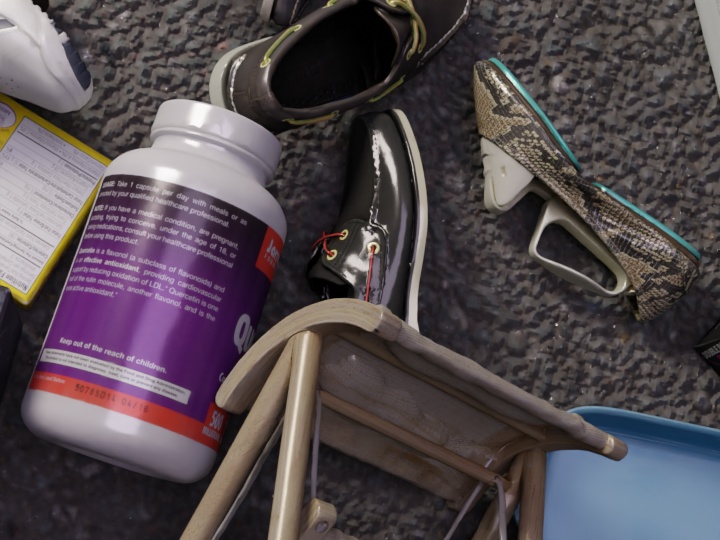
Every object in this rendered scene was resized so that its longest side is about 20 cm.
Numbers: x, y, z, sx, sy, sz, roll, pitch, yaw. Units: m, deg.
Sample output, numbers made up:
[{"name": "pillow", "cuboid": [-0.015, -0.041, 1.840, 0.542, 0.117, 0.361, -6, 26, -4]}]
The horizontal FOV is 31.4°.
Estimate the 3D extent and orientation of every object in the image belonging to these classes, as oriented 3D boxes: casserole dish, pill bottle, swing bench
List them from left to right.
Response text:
[{"name": "pill bottle", "cuboid": [-0.109, 0.011, 0.727, 0.111, 0.112, 0.202, 19, 77, -7]}, {"name": "swing bench", "cuboid": [0.015, 0.141, 0.684, 0.198, 0.129, 0.202, 30, 72, -34]}, {"name": "casserole dish", "cuboid": [0.185, 0.156, 0.799, 0.198, 0.039, 0.123, 12, 77, -10]}]

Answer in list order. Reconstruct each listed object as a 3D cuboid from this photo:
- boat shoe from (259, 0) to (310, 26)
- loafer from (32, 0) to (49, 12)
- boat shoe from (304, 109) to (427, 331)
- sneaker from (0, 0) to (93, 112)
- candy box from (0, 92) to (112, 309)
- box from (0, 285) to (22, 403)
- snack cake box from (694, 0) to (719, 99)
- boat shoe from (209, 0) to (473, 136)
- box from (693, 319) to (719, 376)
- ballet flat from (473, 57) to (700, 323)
[{"name": "boat shoe", "cuboid": [0.005, -0.229, 0.818, 0.062, 0.073, 0.201, 31, 70, -1]}, {"name": "loafer", "cuboid": [-0.264, -0.223, 0.759, 0.199, 0.073, 0.072, 32, 75, -5]}, {"name": "boat shoe", "cuboid": [0.001, 0.000, 0.771, 0.062, 0.074, 0.204, 5, 83, -19]}, {"name": "sneaker", "cuboid": [-0.259, -0.112, 0.711, 0.198, 0.079, 0.130, 32, 71, -4]}, {"name": "candy box", "cuboid": [-0.255, -0.071, 0.757, 0.199, 0.026, 0.103, 32, 74, -4]}, {"name": "box", "cuboid": [-0.293, 0.042, 0.678, 0.198, 0.122, 0.107, 16, 76, -8]}, {"name": "snack cake box", "cuboid": [0.336, -0.186, 0.880, 0.198, 0.067, 0.116, -11, 81, -13]}, {"name": "boat shoe", "cuboid": [0.003, -0.137, 0.782, 0.200, 0.060, 0.072, -33, 111, -29]}, {"name": "box", "cuboid": [0.327, 0.045, 0.764, 0.124, 0.200, 0.149, -42, 89, -15]}, {"name": "ballet flat", "cuboid": [0.127, -0.043, 0.815, 0.200, 0.068, 0.075, 44, 90, -3]}]
